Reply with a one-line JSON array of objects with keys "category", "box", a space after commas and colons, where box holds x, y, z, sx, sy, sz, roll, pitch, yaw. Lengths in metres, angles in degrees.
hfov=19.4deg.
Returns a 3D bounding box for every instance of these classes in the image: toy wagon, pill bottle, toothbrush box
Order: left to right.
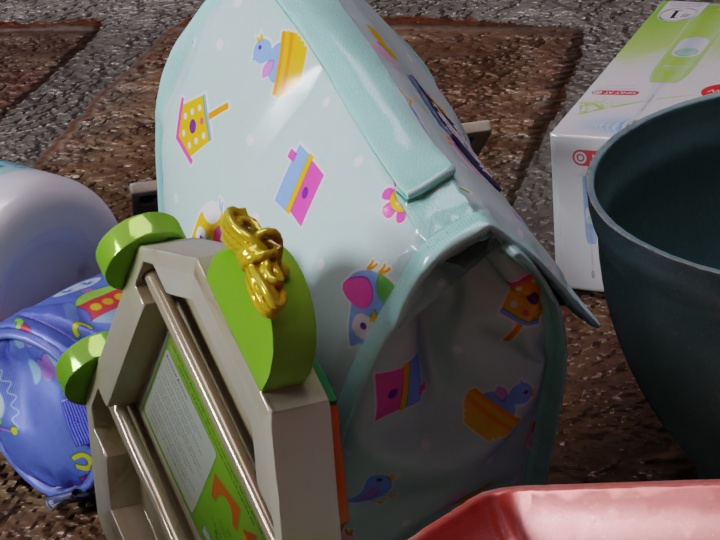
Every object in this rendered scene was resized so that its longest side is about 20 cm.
[{"category": "pill bottle", "box": [-0.211, -0.006, 0.977, 0.199, 0.112, 0.111, 15, 32, 36]}, {"category": "toy wagon", "box": [-0.047, 0.055, 0.708, 0.039, 0.201, 0.156, -10, 56, -30]}, {"category": "toothbrush box", "box": [0.194, -0.062, 1.054, 0.145, 0.087, 0.200, 6, 29, 23]}]

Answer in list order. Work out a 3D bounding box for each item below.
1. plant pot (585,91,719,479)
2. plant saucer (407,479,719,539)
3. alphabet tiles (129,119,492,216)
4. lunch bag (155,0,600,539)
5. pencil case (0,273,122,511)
[{"category": "plant pot", "box": [0.188, 0.023, 0.812, 0.198, 0.135, 0.201, -4, 26, 2]}, {"category": "plant saucer", "box": [0.071, 0.094, 0.491, 0.199, 0.037, 0.199, -7, 9, 34]}, {"category": "alphabet tiles", "box": [-0.027, -0.042, 1.007, 0.166, 0.008, 0.200, -7, -11, -6]}, {"category": "lunch bag", "box": [0.000, 0.000, 0.765, 0.121, 0.201, 0.171, -14, 49, -19]}, {"category": "pencil case", "box": [-0.076, 0.026, 0.921, 0.086, 0.079, 0.199, 8, 27, 41]}]
